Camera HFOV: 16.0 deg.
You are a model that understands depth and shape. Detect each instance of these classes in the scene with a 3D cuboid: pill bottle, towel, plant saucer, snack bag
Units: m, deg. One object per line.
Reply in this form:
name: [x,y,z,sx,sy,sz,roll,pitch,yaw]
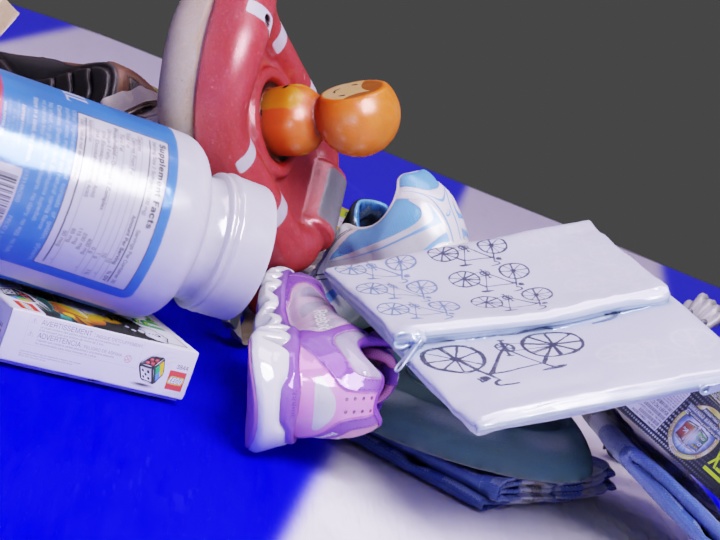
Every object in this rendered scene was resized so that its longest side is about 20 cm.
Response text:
pill bottle: [-0.153,-0.038,1.453,0.199,0.113,0.112,19,10,-26]
towel: [0.182,0.117,1.606,0.147,0.024,0.200,44,5,-22]
plant saucer: [0.056,0.082,1.606,0.199,0.028,0.200,18,11,-3]
towel: [0.067,0.109,1.622,0.146,0.024,0.200,26,10,25]
snack bag: [0.101,0.029,1.457,0.187,0.022,0.200,-9,29,-22]

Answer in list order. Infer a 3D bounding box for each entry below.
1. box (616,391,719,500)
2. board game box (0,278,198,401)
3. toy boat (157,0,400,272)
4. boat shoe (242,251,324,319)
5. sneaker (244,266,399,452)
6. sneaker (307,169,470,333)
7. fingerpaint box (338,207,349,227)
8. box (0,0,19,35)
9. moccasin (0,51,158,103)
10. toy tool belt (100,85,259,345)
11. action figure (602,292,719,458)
box: [0.195,0.078,1.581,0.200,0.044,0.160,41,8,-31]
board game box: [-0.195,0.015,1.514,0.126,0.035,0.200,16,11,-36]
toy boat: [-0.038,-0.093,1.557,0.130,0.131,0.200,-5,-40,22]
boat shoe: [-0.053,0.005,1.765,0.200,0.072,0.076,43,23,-7]
sneaker: [-0.021,0.054,1.502,0.088,0.081,0.200,0,16,0]
sneaker: [0.000,0.000,1.643,0.071,0.200,0.073,-6,69,-40]
fingerpaint box: [0.051,0.028,1.880,0.199,0.074,0.167,21,9,-1]
box: [-0.297,-0.097,1.436,0.163,0.200,0.021,32,-11,50]
moccasin: [-0.205,-0.111,1.733,0.200,0.074,0.077,-3,-18,42]
toy tool belt: [-0.135,-0.037,1.659,0.122,0.126,0.200,9,-22,26]
action figure: [0.184,0.053,1.755,0.118,0.102,0.200,20,-27,42]
